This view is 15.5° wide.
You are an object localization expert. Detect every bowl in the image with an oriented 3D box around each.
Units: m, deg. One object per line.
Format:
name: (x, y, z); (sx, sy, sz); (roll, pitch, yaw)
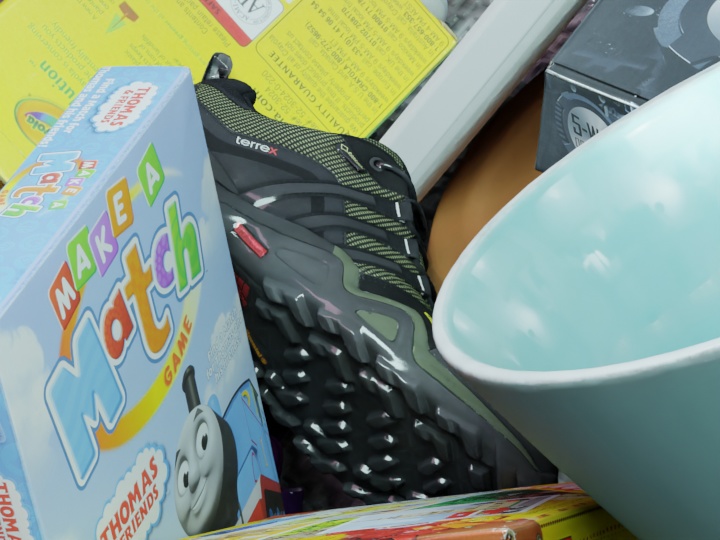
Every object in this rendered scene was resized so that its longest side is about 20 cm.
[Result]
bowl: (0.129, 0.014, 0.680); (0.200, 0.105, 0.201); (-26, 17, 8)

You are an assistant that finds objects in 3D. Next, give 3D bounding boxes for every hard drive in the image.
hard drive: (0.072, -0.106, 0.943); (0.200, 0.026, 0.132); (-51, 0, 38)

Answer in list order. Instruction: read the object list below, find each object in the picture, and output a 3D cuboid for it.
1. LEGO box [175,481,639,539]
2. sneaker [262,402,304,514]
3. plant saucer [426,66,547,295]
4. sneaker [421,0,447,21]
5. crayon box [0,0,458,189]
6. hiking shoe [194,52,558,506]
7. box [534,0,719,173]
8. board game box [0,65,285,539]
LEGO box: (0.008, 0.107, 0.738); (0.148, 0.200, 0.077); (-8, 87, 20)
sneaker: (-0.057, 0.034, 1.007); (0.087, 0.075, 0.200); (6, 36, -2)
plant saucer: (0.097, -0.036, 0.923); (0.200, 0.037, 0.200); (-33, 26, 18)
sneaker: (-0.038, -0.067, 1.042); (0.200, 0.073, 0.071); (-25, 56, -28)
crayon box: (-0.073, -0.062, 0.950); (0.200, 0.127, 0.051); (-46, 8, -30)
hiking shoe: (0.000, 0.000, 0.877); (0.200, 0.076, 0.101); (42, 53, 11)
box: (0.170, -0.076, 0.845); (0.160, 0.044, 0.200); (24, 49, 19)
board game box: (-0.073, 0.062, 0.794); (0.036, 0.201, 0.151); (1, 32, 21)
